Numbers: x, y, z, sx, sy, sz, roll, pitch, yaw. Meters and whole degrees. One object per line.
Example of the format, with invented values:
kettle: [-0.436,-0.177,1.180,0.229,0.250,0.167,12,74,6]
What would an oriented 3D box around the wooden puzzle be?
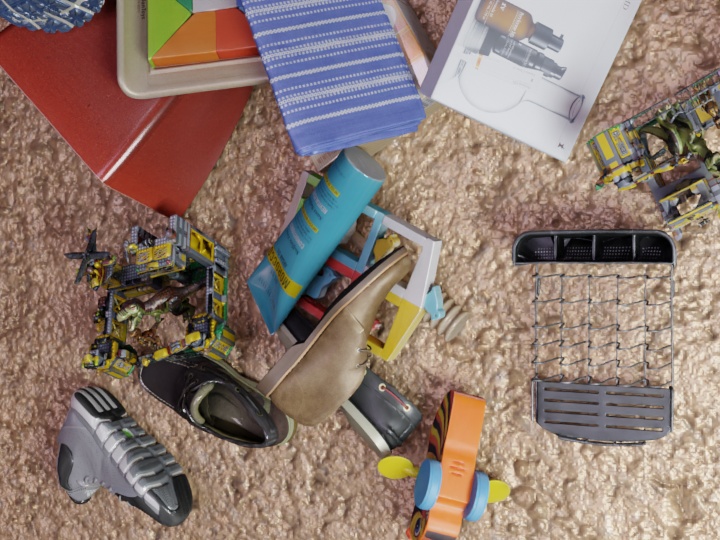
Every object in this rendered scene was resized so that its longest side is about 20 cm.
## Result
wooden puzzle: [-0.133,-0.261,0.985,0.196,0.037,0.189,-4,73,0]

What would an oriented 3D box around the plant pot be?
plant pot: [-0.225,-0.198,1.081,0.176,0.200,0.200,-44,77,2]

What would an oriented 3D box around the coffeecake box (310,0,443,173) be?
coffeecake box: [-0.017,-0.224,1.052,0.152,0.073,0.202,-32,80,18]

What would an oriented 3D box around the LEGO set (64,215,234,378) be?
LEGO set: [-0.230,0.027,1.092,0.197,0.116,0.157,-4,68,28]

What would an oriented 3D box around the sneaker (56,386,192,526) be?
sneaker: [-0.275,0.236,1.174,0.200,0.075,0.116,45,111,25]

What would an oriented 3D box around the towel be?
towel: [-0.031,-0.210,0.960,0.024,0.143,0.203,-33,76,61]

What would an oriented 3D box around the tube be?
tube: [-0.050,-0.032,1.039,0.201,0.050,0.078,-53,42,26]

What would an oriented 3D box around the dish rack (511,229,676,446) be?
dish rack: [0.222,0.064,0.974,0.151,0.054,0.205,0,93,27]

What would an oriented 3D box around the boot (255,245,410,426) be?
boot: [-0.009,0.064,1.006,0.075,0.074,0.200,42,100,3]

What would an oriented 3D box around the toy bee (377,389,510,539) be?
toy bee: [0.070,0.223,1.016,0.130,0.109,0.201,35,62,-2]

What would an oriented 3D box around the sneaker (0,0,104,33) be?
sneaker: [-0.259,-0.295,0.976,0.197,0.077,0.086,-22,57,14]

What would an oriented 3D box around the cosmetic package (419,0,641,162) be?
cosmetic package: [0.163,-0.224,0.958,0.148,0.052,0.203,21,101,-17]

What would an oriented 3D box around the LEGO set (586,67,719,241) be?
LEGO set: [0.304,-0.098,0.894,0.198,0.153,0.118,-28,82,23]

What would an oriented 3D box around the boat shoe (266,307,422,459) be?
boat shoe: [-0.020,0.101,1.072,0.063,0.074,0.201,-41,68,-12]

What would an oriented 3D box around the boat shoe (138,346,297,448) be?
boat shoe: [-0.163,0.135,1.124,0.197,0.065,0.075,17,100,21]

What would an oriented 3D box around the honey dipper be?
honey dipper: [0.025,-0.004,1.065,0.199,0.038,0.038,40,105,18]

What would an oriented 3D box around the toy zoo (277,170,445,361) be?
toy zoo: [0.000,0.000,1.049,0.198,0.020,0.133,30,108,25]
